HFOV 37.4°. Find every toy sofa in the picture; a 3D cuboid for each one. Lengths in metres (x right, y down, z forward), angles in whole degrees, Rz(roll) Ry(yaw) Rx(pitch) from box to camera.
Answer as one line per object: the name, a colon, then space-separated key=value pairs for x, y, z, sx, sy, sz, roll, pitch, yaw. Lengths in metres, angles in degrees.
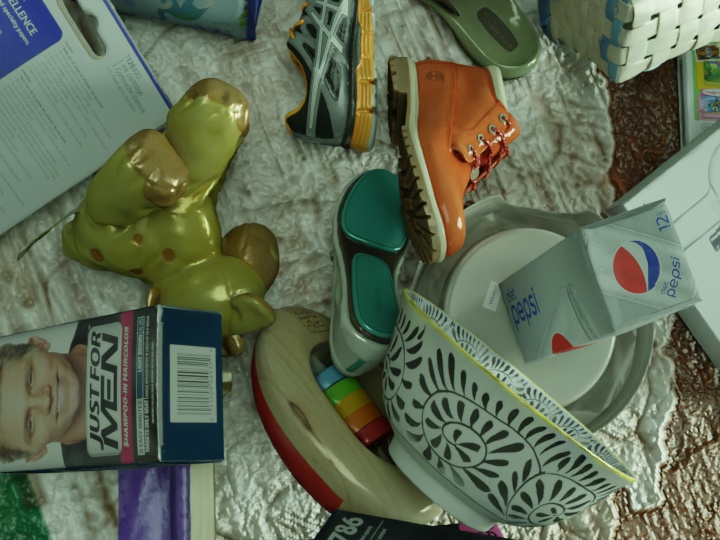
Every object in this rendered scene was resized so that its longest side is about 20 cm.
toy sofa: x=-0.138 y=0.176 z=0.784 sx=0.095 sy=0.083 sz=0.204 roll=-1 pitch=79 yaw=-8

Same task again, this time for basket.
basket: x=0.219 y=-0.267 z=0.892 sx=0.174 sy=0.140 sz=0.201 roll=-25 pitch=49 yaw=-12

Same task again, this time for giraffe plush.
giraffe plush: x=-0.126 y=-0.017 z=0.794 sx=0.200 sy=0.172 sz=0.163 roll=-43 pitch=97 yaw=-8

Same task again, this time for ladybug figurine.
ladybug figurine: x=-0.018 y=0.115 z=0.797 sx=0.072 sy=0.135 sz=0.201 roll=-48 pitch=66 yaw=28

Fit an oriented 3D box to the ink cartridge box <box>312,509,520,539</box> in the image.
ink cartridge box: x=0.020 y=0.199 z=0.679 sx=0.196 sy=0.099 sz=0.040 roll=3 pitch=107 yaw=19

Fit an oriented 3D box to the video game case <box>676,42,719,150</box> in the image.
video game case: x=0.376 y=-0.137 z=0.937 sx=0.196 sy=0.022 sz=0.186 roll=2 pitch=79 yaw=-5

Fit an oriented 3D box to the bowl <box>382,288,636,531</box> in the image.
bowl: x=0.079 y=0.111 z=0.720 sx=0.200 sy=0.201 sz=0.095 roll=38 pitch=94 yaw=1

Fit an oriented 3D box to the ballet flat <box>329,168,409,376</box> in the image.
ballet flat: x=0.000 y=0.000 z=0.828 sx=0.068 sy=0.070 sz=0.202 roll=9 pitch=42 yaw=-5

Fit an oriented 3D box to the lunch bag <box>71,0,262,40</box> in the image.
lunch bag: x=-0.148 y=-0.280 z=0.810 sx=0.166 sy=0.200 sz=0.130 roll=9 pitch=78 yaw=-4

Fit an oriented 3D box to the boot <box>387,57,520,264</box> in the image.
boot: x=0.078 y=-0.092 z=0.833 sx=0.105 sy=0.076 sz=0.203 roll=0 pitch=53 yaw=-4

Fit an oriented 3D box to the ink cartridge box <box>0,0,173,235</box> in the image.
ink cartridge box: x=-0.270 y=-0.145 z=0.793 sx=0.199 sy=0.047 sz=0.199 roll=-35 pitch=119 yaw=-10

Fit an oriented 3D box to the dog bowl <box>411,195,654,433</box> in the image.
dog bowl: x=0.132 y=0.041 z=0.854 sx=0.196 sy=0.059 sz=0.204 roll=1 pitch=78 yaw=-7

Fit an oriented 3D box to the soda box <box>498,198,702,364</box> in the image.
soda box: x=0.156 y=0.015 z=0.730 sx=0.062 sy=0.200 sz=0.069 roll=-17 pitch=83 yaw=-10

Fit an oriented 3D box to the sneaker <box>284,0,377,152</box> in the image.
sneaker: x=-0.024 y=-0.198 z=0.875 sx=0.076 sy=0.078 sz=0.204 roll=-1 pitch=78 yaw=2

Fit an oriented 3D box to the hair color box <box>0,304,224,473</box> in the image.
hair color box: x=-0.184 y=0.088 z=0.745 sx=0.060 sy=0.197 sz=0.102 roll=11 pitch=72 yaw=-49

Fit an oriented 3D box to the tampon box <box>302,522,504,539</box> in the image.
tampon box: x=0.020 y=0.271 z=0.733 sx=0.196 sy=0.150 sz=0.129 roll=-5 pitch=106 yaw=-8

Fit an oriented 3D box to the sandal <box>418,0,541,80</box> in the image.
sandal: x=0.083 y=-0.251 z=0.904 sx=0.201 sy=0.057 sz=0.080 roll=44 pitch=77 yaw=3

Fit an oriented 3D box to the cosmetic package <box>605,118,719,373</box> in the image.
cosmetic package: x=0.321 y=-0.016 z=0.877 sx=0.150 sy=0.052 sz=0.201 roll=-37 pitch=91 yaw=-4
